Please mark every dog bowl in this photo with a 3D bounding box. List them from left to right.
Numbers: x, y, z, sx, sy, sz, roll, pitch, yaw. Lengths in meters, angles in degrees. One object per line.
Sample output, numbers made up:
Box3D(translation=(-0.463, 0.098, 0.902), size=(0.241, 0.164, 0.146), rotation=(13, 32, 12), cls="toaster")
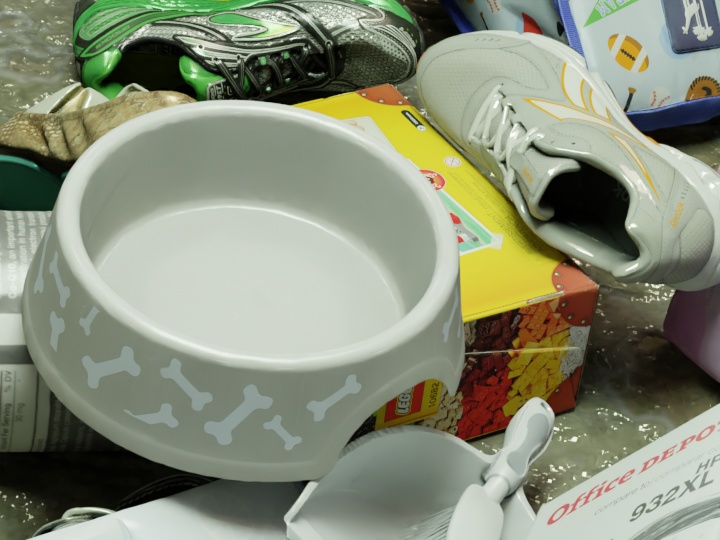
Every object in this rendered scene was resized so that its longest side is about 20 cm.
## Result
Box3D(translation=(-0.047, 0.001, 1.204), size=(0.199, 0.059, 0.200), rotation=(6, 41, -5), cls="dog bowl")

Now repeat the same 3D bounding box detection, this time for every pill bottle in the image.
Box3D(translation=(-0.154, 0.028, 1.280), size=(0.199, 0.113, 0.113), rotation=(1, 36, -11), cls="pill bottle")

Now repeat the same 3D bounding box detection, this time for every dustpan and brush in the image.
Box3D(translation=(0.051, 0.108, 1.229), size=(0.140, 0.057, 0.200), rotation=(47, 21, -5), cls="dustpan and brush")

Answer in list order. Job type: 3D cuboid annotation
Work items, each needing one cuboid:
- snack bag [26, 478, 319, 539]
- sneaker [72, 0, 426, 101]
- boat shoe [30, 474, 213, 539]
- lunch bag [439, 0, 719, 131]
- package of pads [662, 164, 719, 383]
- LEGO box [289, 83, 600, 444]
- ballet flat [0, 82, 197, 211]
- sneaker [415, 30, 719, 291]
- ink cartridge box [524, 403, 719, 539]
Box3D(translation=(-0.061, 0.174, 1.111), size=(0.200, 0.021, 0.189), rotation=(-14, 63, -36), cls="snack bag")
Box3D(translation=(-0.062, -0.115, 1.545), size=(0.199, 0.078, 0.085), rotation=(-2, 42, 1), cls="sneaker")
Box3D(translation=(-0.110, 0.137, 1.173), size=(0.072, 0.071, 0.200), rotation=(22, 38, 19), cls="boat shoe")
Box3D(translation=(0.154, -0.166, 1.612), size=(0.170, 0.124, 0.200), rotation=(-11, 53, -24), cls="lunch bag")
Box3D(translation=(0.241, 0.032, 1.347), size=(0.076, 0.121, 0.200), rotation=(-12, 39, -35), cls="package of pads")
Box3D(translation=(0.000, 0.000, 1.380), size=(0.149, 0.077, 0.200), rotation=(-14, 41, -28), cls="LEGO box")
Box3D(translation=(-0.133, -0.061, 1.384), size=(0.200, 0.070, 0.065), rotation=(5, 62, 55), cls="ballet flat")
Box3D(translation=(0.094, -0.059, 1.362), size=(0.200, 0.076, 0.092), rotation=(36, 25, 30), cls="sneaker")
Box3D(translation=(0.116, 0.155, 1.104), size=(0.084, 0.145, 0.200), rotation=(45, 41, -12), cls="ink cartridge box")
